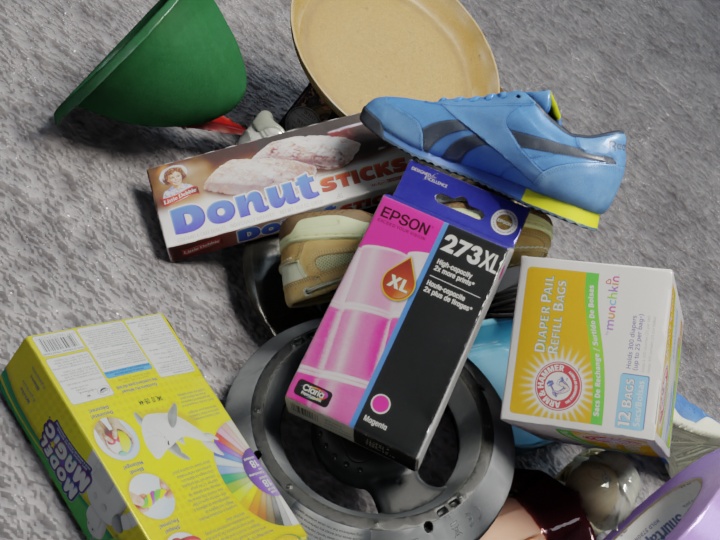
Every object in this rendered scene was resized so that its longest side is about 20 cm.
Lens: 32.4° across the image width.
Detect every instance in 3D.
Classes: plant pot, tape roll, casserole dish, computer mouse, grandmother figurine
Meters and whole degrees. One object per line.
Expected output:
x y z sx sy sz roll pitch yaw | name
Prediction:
0.027 -0.179 1.036 0.197 0.027 0.203 16 55 -23 | plant pot
0.202 0.211 0.836 0.066 0.200 0.200 46 30 8 | tape roll
0.126 0.101 1.045 0.199 0.039 0.122 -6 55 -54 | casserole dish
0.143 0.015 1.076 0.199 0.139 0.047 -5 90 -52 | computer mouse
0.114 0.176 0.842 0.198 0.061 0.122 -19 60 -30 | grandmother figurine

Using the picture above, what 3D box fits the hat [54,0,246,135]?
-0.108 -0.121 0.942 0.176 0.165 0.201 46 44 -17 | hat

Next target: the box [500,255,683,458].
0.169 0.066 0.873 0.200 0.100 0.115 36 62 -70 | box

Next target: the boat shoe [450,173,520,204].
0.087 -0.041 1.017 0.071 0.201 0.065 30 52 -2 | boat shoe

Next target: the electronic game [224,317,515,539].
0.006 0.110 0.821 0.196 0.042 0.202 6 47 -6 | electronic game

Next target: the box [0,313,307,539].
-0.114 0.122 0.726 0.117 0.048 0.201 -8 55 -54 | box

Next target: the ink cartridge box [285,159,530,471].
0.035 0.020 0.811 0.093 0.037 0.202 22 68 10 | ink cartridge box

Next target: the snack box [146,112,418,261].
-0.056 -0.067 0.925 0.197 0.024 0.073 -16 63 -9 | snack box

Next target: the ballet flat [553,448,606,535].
0.152 0.181 0.943 0.070 0.070 0.199 50 28 13 | ballet flat

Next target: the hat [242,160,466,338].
0.000 0.000 0.955 0.197 0.081 0.204 3 66 -6 | hat

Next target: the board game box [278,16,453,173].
0.038 -0.113 1.110 0.200 0.136 0.035 42 28 -1 | board game box

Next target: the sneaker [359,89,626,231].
0.093 -0.097 0.868 0.198 0.080 0.066 24 11 25 | sneaker

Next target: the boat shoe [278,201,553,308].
0.041 -0.001 0.880 0.072 0.196 0.078 73 13 -68 | boat shoe

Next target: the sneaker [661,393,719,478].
0.276 0.122 1.143 0.198 0.077 0.112 24 36 -43 | sneaker

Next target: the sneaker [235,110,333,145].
-0.020 -0.070 1.015 0.198 0.100 0.078 17 24 -38 | sneaker

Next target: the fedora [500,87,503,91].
0.090 -0.167 1.294 0.199 0.082 0.202 36 27 -21 | fedora
